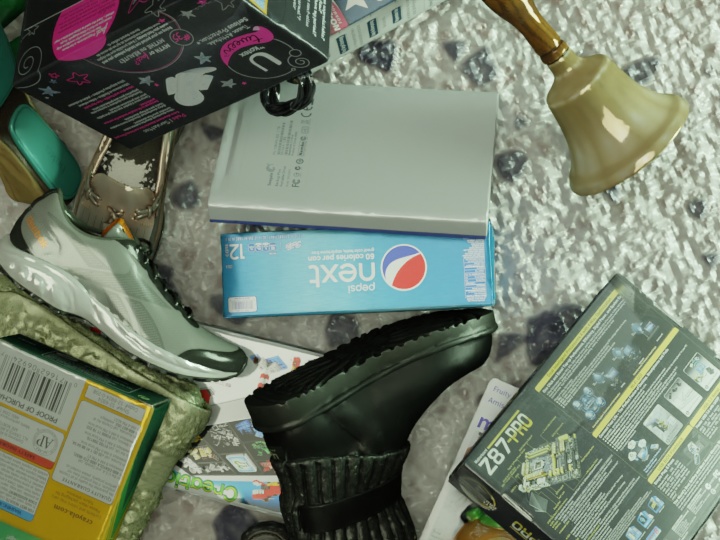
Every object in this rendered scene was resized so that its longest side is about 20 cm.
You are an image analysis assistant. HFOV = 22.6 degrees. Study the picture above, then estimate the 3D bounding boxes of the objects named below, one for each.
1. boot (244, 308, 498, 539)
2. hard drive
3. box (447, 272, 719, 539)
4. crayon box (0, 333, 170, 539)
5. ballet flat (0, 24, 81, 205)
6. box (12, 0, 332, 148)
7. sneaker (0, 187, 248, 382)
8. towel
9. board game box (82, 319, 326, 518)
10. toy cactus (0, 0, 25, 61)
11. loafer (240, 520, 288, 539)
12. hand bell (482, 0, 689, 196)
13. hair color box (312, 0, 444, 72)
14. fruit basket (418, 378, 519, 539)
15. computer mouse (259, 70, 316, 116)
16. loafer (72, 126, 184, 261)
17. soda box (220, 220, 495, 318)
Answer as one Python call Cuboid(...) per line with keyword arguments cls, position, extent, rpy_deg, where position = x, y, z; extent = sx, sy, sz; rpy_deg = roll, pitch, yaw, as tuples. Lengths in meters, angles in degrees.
Cuboid(cls="boot", position=(0.024, 0.128, 1.320), extent=(0.211, 0.079, 0.158), rpy_deg=(-24, 104, -18))
Cuboid(cls="hard drive", position=(-0.003, -0.083, 1.321), extent=(0.199, 0.025, 0.132), rpy_deg=(4, 50, 6))
Cuboid(cls="box", position=(0.184, 0.124, 1.281), extent=(0.161, 0.049, 0.200), rpy_deg=(40, 64, 3))
Cuboid(cls="crayon box", position=(-0.233, 0.162, 1.295), extent=(0.125, 0.052, 0.201), rpy_deg=(23, 95, 7))
Cuboid(cls="ballet flat", position=(-0.275, -0.120, 1.320), extent=(0.063, 0.200, 0.069), rpy_deg=(0, 44, 30))
Cuboid(cls="box", position=(-0.124, -0.187, 1.227), extent=(0.200, 0.115, 0.133), rpy_deg=(-19, 56, 37))
Cuboid(cls="sneaker", position=(-0.163, 0.015, 1.293), extent=(0.200, 0.074, 0.079), rpy_deg=(33, 91, -14))
Cuboid(cls="towel", position=(-0.224, 0.110, 1.336), extent=(0.200, 0.036, 0.149), rpy_deg=(30, 94, 6))
Cuboid(cls="board game box", position=(-0.122, 0.104, 1.360), extent=(0.199, 0.035, 0.127), rpy_deg=(14, 91, 6))
Cuboid(cls="toy cactus", position=(-0.275, -0.194, 1.366), extent=(0.200, 0.102, 0.165), rpy_deg=(33, 111, 3))
Cuboid(cls="loafer", position=(-0.055, 0.286, 1.331), extent=(0.073, 0.072, 0.201), rpy_deg=(-12, 87, 6))
Cuboid(cls="hand bell", position=(0.132, -0.161, 1.275), extent=(0.104, 0.104, 0.200), rpy_deg=(-40, 106, 3))
Cuboid(cls="hair color box", position=(0.024, -0.218, 1.315), extent=(0.200, 0.100, 0.061), rpy_deg=(-29, 86, 0))
Cuboid(cls="fruit basket", position=(0.138, 0.204, 1.306), extent=(0.185, 0.094, 0.201), rpy_deg=(25, 88, 6))
Cuboid(cls="computer mouse", position=(-0.074, -0.149, 1.298), extent=(0.034, 0.200, 0.059), rpy_deg=(-6, 110, -27))
Cuboid(cls="loafer", position=(-0.173, -0.074, 1.341), extent=(0.072, 0.063, 0.201), rpy_deg=(15, 81, 1))
Cuboid(cls="soda box", position=(0.000, 0.000, 1.334), extent=(0.199, 0.068, 0.064), rpy_deg=(-2, 89, 5))
